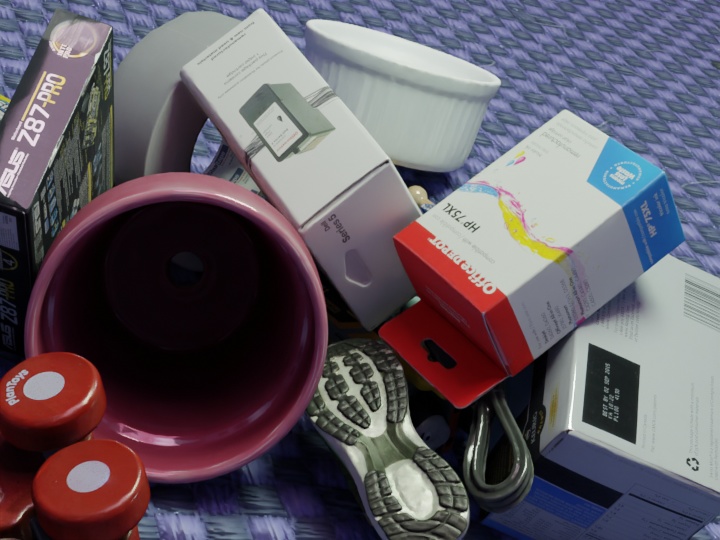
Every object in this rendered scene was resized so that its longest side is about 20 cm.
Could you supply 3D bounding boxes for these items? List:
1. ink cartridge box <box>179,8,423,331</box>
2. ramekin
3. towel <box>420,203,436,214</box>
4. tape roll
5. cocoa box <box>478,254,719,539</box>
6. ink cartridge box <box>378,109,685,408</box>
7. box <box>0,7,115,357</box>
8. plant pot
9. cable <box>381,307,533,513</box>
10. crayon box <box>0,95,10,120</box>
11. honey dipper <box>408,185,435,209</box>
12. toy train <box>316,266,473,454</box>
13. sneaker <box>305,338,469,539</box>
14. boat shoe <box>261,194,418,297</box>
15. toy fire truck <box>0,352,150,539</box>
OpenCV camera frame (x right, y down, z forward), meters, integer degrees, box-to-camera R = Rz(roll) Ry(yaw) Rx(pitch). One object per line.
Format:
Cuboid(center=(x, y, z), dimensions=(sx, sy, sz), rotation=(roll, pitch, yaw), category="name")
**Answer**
Cuboid(center=(-0.033, -0.074, 1.179), dimensions=(0.200, 0.084, 0.146), rotation=(52, -2, 38), category="ink cartridge box")
Cuboid(center=(0.030, -0.170, 1.565), dimensions=(0.199, 0.099, 0.201), rotation=(16, 15, -4), category="ramekin")
Cuboid(center=(0.151, 0.010, 1.267), dimensions=(0.144, 0.200, 0.024), rotation=(6, 59, 42), category="towel")
Cuboid(center=(-0.122, -0.104, 1.288), dimensions=(0.066, 0.202, 0.199), rotation=(24, 27, 35), category="tape roll")
Cuboid(center=(0.177, 0.093, 1.133), dimensions=(0.132, 0.132, 0.201), rotation=(23, 46, -11), category="cocoa box")
Cuboid(center=(0.106, -0.010, 1.089), dimensions=(0.199, 0.068, 0.116), rotation=(-37, 41, -11), category="ink cartridge box")
Cuboid(center=(-0.216, -0.055, 1.103), dimensions=(0.049, 0.201, 0.162), rotation=(18, 59, 3), category="box")
Cuboid(center=(-0.125, 0.023, 1.107), dimensions=(0.198, 0.202, 0.179), rotation=(14, 13, -9), category="plant pot")
Cuboid(center=(0.087, 0.086, 1.095), dimensions=(0.096, 0.051, 0.201), rotation=(-25, 45, -3), category="cable")
Cuboid(center=(-0.309, -0.079, 1.291), dimensions=(0.199, 0.059, 0.172), rotation=(27, 29, 14), category="crayon box")
Cuboid(center=(0.107, -0.020, 1.459), dimensions=(0.038, 0.038, 0.200), rotation=(-11, 38, -42), category="honey dipper")
Cuboid(center=(0.008, 0.068, 1.208), dimensions=(0.113, 0.086, 0.200), rotation=(-26, 53, -36), category="toy train")
Cuboid(center=(0.012, 0.133, 1.090), dimensions=(0.076, 0.089, 0.201), rotation=(-17, 48, -11), category="sneaker")
Cuboid(center=(0.000, 0.000, 1.304), dimensions=(0.199, 0.062, 0.072), rotation=(29, 20, 0), category="boat shoe")
Cuboid(center=(-0.207, 0.153, 0.925), dimensions=(0.167, 0.113, 0.200), rotation=(-21, 41, -15), category="toy fire truck")
